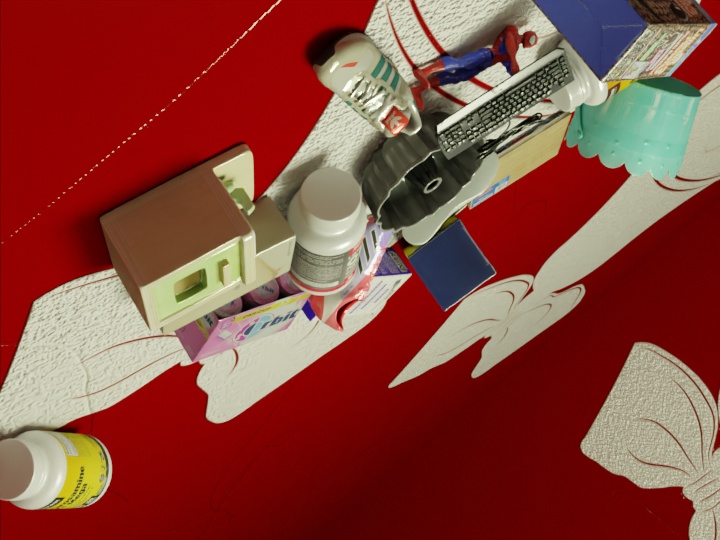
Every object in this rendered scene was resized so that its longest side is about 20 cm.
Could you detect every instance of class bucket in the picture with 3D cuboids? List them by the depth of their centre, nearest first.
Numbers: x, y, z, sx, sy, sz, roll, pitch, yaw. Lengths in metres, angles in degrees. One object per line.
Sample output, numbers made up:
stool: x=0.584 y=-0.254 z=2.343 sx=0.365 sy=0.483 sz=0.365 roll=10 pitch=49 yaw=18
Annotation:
bucket: x=0.436 y=-0.244 z=1.693 sx=0.206 sy=0.206 sz=0.136 roll=-12 pitch=125 yaw=-50

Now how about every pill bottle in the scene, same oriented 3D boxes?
pill bottle: x=-0.049 y=-0.055 z=1.465 sx=0.110 sy=0.111 sz=0.201 roll=-29 pitch=160 yaw=-18
pill bottle: x=0.365 y=-0.317 z=1.560 sx=0.199 sy=0.110 sz=0.109 roll=-33 pitch=161 yaw=-9
pill bottle: x=-0.464 y=0.297 z=1.580 sx=0.112 sy=0.113 sz=0.200 roll=-38 pitch=161 yaw=7

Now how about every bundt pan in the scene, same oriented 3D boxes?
bundt pan: x=0.083 y=-0.148 z=1.521 sx=0.200 sy=0.076 sz=0.203 roll=-32 pitch=158 yaw=-14

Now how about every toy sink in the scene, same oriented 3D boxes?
toy sink: x=-0.190 y=-0.035 z=1.263 sx=0.198 sy=0.113 sz=0.131 roll=-29 pitch=161 yaw=-18

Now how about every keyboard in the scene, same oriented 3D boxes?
keyboard: x=0.196 y=-0.207 z=1.410 sx=0.198 sy=0.021 sz=0.127 roll=-31 pitch=150 yaw=6

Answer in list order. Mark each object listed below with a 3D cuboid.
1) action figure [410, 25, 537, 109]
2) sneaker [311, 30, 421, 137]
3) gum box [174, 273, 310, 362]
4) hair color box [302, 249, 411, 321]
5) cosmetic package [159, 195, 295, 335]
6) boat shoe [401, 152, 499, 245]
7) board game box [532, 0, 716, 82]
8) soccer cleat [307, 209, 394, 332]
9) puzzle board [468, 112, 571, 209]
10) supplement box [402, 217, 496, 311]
action figure: x=0.170 y=-0.256 z=1.398 sx=0.199 sy=0.099 sz=0.065 roll=-31 pitch=162 yaw=-22
sneaker: x=0.019 y=-0.209 z=1.240 sx=0.070 sy=0.094 sz=0.199 roll=-40 pitch=161 yaw=15
gum box: x=-0.168 y=0.055 z=1.587 sx=0.199 sy=0.066 sz=0.114 roll=-18 pitch=156 yaw=-42
hair color box: x=-0.012 y=0.022 z=1.793 sx=0.109 sy=0.065 sz=0.199 roll=-46 pitch=157 yaw=26
cosmetic package: x=-0.189 y=-0.007 z=1.398 sx=0.198 sy=0.073 sz=0.104 roll=-27 pitch=160 yaw=-21
boat shoe: x=0.142 y=-0.124 z=1.716 sx=0.200 sy=0.071 sz=0.064 roll=-43 pitch=-178 yaw=10
board game box: x=0.344 y=-0.341 z=1.390 sx=0.199 sy=0.160 sz=0.097 roll=-15 pitch=153 yaw=-47
soccer cleat: x=0.000 y=0.000 z=1.611 sx=0.201 sy=0.076 sz=0.067 roll=-52 pitch=160 yaw=13
puzzle board: x=0.272 y=-0.193 z=1.847 sx=0.199 sy=0.017 sz=0.151 roll=-32 pitch=162 yaw=-11
supplement box: x=0.147 y=-0.017 z=1.801 sx=0.109 sy=0.109 sz=0.200 roll=-36 pitch=-175 yaw=3
